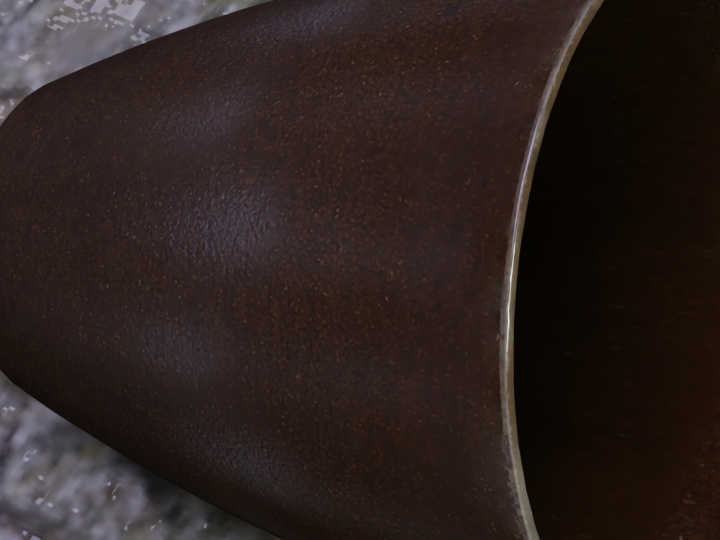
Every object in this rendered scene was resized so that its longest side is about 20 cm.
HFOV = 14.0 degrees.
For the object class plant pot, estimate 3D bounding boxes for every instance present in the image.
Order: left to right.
[{"bbox_3d":[0.000,0.000,0.782,0.200,0.187,0.187,5,61,33],"label":"plant pot"}]
